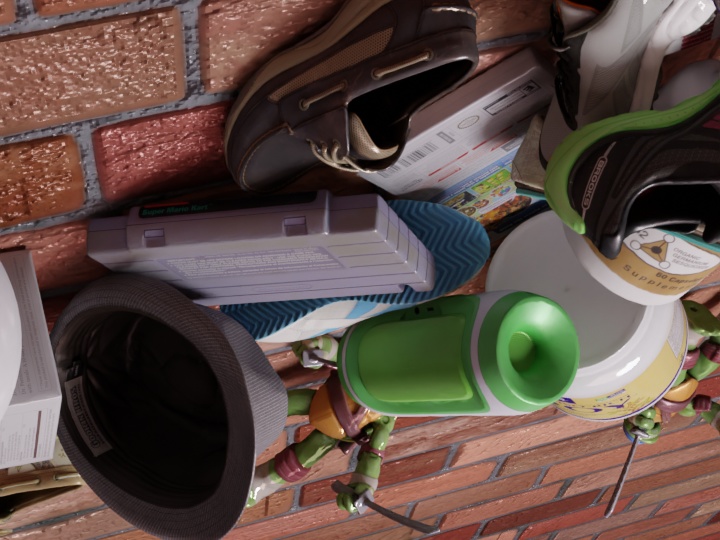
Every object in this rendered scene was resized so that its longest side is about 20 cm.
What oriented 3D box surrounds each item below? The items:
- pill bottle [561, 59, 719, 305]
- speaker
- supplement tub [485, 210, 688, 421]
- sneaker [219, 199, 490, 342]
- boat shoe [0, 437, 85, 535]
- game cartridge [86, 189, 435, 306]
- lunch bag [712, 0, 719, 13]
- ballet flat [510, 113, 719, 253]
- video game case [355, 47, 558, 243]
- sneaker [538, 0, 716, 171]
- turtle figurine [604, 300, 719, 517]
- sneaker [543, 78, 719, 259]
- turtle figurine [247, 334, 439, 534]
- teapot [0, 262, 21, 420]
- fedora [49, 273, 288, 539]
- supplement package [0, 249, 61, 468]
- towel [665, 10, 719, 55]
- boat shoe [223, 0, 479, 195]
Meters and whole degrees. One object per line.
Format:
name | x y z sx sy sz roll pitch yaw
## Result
pill bottle | 0.231 -0.073 0.904 0.114 0.115 0.200 -1 149 -33
speaker | 0.064 0.062 0.984 0.088 0.089 0.200 -1 175 -33
supplement tub | 0.180 0.037 1.085 0.145 0.146 0.200 -24 160 12
sneaker | 0.000 0.000 0.984 0.199 0.077 0.081 -15 173 20
boat shoe | -0.312 0.192 1.180 0.200 0.063 0.073 -33 152 31
game cartridge | -0.063 -0.013 0.896 0.199 0.039 0.130 -4 157 19
lunch bag | 0.186 -0.217 0.543 0.127 0.171 0.200 -2 153 -33
ballet flat | 0.177 -0.055 0.838 0.200 0.063 0.067 20 -172 36
video game case | 0.101 -0.079 0.957 0.143 0.018 0.200 -29 153 22
sneaker | 0.135 -0.129 0.773 0.079 0.074 0.200 0 144 -16
turtle figurine | 0.340 0.136 1.377 0.143 0.200 0.194 17 123 -3
sneaker | 0.202 -0.059 0.762 0.199 0.084 0.077 -23 151 -5
turtle figurine | -0.041 0.133 1.160 0.193 0.200 0.144 -24 121 22
teapot | -0.268 0.044 0.721 0.200 0.146 0.198 32 89 -25
fedora | -0.119 0.085 0.923 0.199 0.178 0.090 15 -160 33
supplement package | -0.304 0.072 0.877 0.199 0.110 0.114 -9 154 -21
towel | 0.213 -0.184 0.811 0.199 0.023 0.144 -19 155 -1
boat shoe | -0.010 -0.094 0.779 0.074 0.074 0.200 4 148 -40
